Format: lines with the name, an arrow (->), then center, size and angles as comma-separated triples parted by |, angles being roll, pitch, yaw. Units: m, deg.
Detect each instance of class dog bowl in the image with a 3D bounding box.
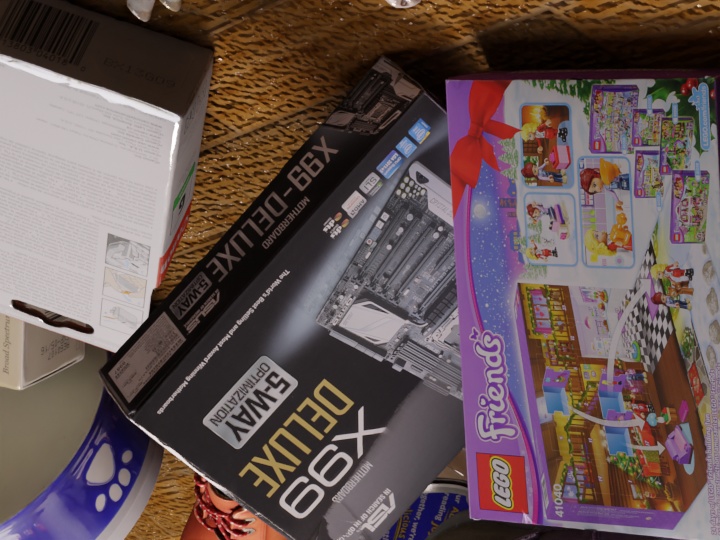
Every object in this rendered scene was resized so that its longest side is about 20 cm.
dog bowl -> -0.217, 0.095, 1.647 | 0.200, 0.200, 0.079 | 7, 151, 29

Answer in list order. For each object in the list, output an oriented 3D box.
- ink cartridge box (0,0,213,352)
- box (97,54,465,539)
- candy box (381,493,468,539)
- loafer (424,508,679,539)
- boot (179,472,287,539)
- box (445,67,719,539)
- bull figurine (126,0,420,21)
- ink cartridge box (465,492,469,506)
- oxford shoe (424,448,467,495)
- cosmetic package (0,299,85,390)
ink cartridge box -> -0.139, -0.045, 1.429 | 0.109, 0.050, 0.200 | 19, 142, 5
box -> 0.001, 0.025, 1.341 | 0.158, 0.200, 0.050 | 41, -177, -36
candy box -> 0.013, 0.172, 1.658 | 0.200, 0.169, 0.077 | 14, 162, 16
loafer -> 0.076, 0.153, 1.340 | 0.075, 0.070, 0.200 | 49, 146, -12
boot -> -0.065, 0.126, 1.558 | 0.075, 0.107, 0.200 | 37, 116, 19
box -> 0.107, 0.013, 1.251 | 0.137, 0.201, 0.039 | 3, -170, 35
bull figurine -> -0.062, -0.162, 1.134 | 0.121, 0.065, 0.200 | -39, 115, 18
ink cartridge box -> 0.170, 0.083, 1.363 | 0.200, 0.147, 0.083 | -11, 121, 49
oxford shoe -> 0.037, 0.080, 1.592 | 0.200, 0.073, 0.085 | 6, 133, 29
cosmetic package -> -0.250, -0.008, 1.564 | 0.200, 0.104, 0.073 | 9, -163, 22
